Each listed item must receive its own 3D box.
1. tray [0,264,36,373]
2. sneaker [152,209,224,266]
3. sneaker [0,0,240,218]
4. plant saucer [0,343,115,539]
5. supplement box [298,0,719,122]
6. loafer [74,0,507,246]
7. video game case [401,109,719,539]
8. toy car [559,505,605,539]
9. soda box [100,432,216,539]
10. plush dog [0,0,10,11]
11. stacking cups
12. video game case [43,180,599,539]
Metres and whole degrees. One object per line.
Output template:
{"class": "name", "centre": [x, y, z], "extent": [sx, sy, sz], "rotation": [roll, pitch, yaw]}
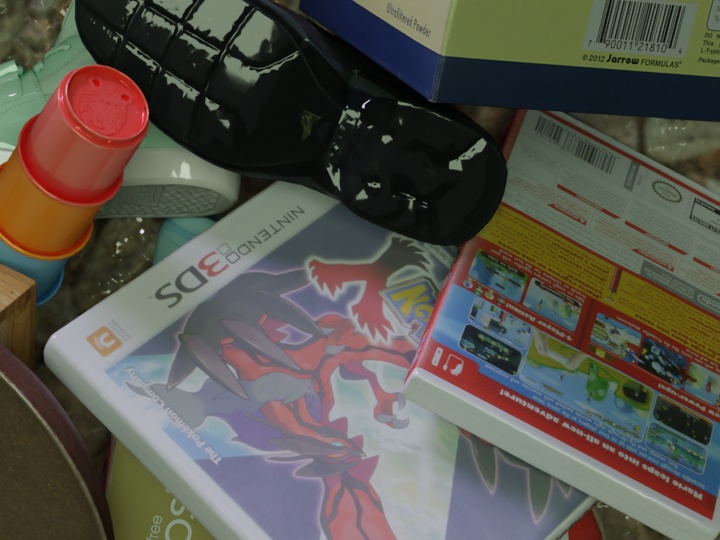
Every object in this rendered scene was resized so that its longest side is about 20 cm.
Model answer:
{"class": "tray", "centre": [-0.232, 0.012, 0.868], "extent": [0.199, 0.037, 0.099], "rotation": [24, 130, 18]}
{"class": "sneaker", "centre": [0.000, 0.000, 0.909], "extent": [0.198, 0.074, 0.083], "rotation": [3, 97, -2]}
{"class": "sneaker", "centre": [-0.146, -0.087, 0.912], "extent": [0.198, 0.074, 0.119], "rotation": [1, 72, 11]}
{"class": "plant saucer", "centre": [-0.176, 0.086, 0.830], "extent": [0.199, 0.037, 0.202], "rotation": [17, 128, 24]}
{"class": "supplement box", "centre": [0.103, -0.179, 0.812], "extent": [0.198, 0.134, 0.202], "rotation": [1, 111, -28]}
{"class": "loafer", "centre": [-0.032, -0.076, 0.854], "extent": [0.199, 0.072, 0.073], "rotation": [30, 103, -11]}
{"class": "video game case", "centre": [0.109, 0.016, 0.869], "extent": [0.142, 0.201, 0.018], "rotation": [28, 133, -3]}
{"class": "toy car", "centre": [0.022, 0.179, 0.837], "extent": [0.183, 0.200, 0.178], "rotation": [32, 120, 1]}
{"class": "soda box", "centre": [-0.091, 0.134, 0.877], "extent": [0.063, 0.068, 0.202], "rotation": [11, 105, -9]}
{"class": "plush dog", "centre": [-0.223, -0.215, 0.846], "extent": [0.170, 0.200, 0.162], "rotation": [13, 77, -2]}
{"class": "stacking cups", "centre": [-0.146, -0.012, 0.850], "extent": [0.060, 0.200, 0.061], "rotation": [15, 54, -23]}
{"class": "video game case", "centre": [-0.001, 0.053, 0.825], "extent": [0.200, 0.023, 0.182], "rotation": [43, 53, 14]}
